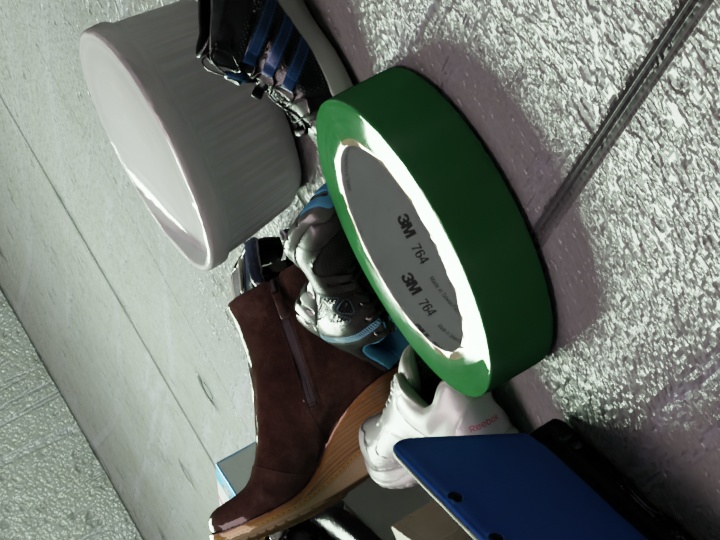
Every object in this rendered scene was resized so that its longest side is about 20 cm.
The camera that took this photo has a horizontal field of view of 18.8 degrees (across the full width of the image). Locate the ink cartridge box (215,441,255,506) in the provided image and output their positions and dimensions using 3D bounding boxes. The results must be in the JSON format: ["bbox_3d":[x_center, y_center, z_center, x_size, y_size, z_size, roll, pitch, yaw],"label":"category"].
[{"bbox_3d":[-0.090,0.266,2.238,0.115,0.068,0.200,55,163,23],"label":"ink cartridge box"}]

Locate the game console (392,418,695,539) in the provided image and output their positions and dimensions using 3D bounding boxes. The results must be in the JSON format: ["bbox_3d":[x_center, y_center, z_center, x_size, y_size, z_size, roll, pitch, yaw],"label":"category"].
[{"bbox_3d":[0.128,0.182,1.267,0.200,0.118,0.172,43,156,51],"label":"game console"}]

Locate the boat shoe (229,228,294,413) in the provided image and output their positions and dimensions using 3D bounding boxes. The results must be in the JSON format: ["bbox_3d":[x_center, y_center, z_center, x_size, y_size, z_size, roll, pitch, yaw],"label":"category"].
[{"bbox_3d":[-0.055,0.064,1.707,0.093,0.074,0.201,111,140,-67],"label":"boat shoe"}]

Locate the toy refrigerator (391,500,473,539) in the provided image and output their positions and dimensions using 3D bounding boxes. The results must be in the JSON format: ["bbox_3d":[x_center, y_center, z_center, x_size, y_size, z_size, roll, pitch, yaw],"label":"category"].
[{"bbox_3d":[0.100,0.258,1.578,0.201,0.076,0.070,66,164,-18],"label":"toy refrigerator"}]

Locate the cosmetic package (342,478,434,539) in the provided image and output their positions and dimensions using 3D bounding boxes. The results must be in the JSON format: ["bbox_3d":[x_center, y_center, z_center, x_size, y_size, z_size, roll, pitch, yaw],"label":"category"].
[{"bbox_3d":[0.033,0.208,1.718,0.200,0.071,0.102,37,152,56],"label":"cosmetic package"}]

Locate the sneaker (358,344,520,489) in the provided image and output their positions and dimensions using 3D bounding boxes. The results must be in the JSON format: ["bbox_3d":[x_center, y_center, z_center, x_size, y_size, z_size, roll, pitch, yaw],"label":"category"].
[{"bbox_3d":[0.050,0.094,1.482,0.200,0.078,0.100,-7,104,65],"label":"sneaker"}]

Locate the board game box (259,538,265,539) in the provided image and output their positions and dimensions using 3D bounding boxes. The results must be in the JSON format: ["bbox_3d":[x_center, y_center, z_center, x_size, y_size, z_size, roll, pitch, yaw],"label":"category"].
[{"bbox_3d":[-0.001,0.272,1.764,0.199,0.041,0.153,19,-169,-35],"label":"board game box"}]

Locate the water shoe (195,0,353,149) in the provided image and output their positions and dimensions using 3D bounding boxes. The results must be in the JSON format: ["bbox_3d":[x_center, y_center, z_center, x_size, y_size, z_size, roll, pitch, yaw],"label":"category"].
[{"bbox_3d":[-0.067,-0.143,1.403,0.201,0.079,0.071,62,165,-3],"label":"water shoe"}]

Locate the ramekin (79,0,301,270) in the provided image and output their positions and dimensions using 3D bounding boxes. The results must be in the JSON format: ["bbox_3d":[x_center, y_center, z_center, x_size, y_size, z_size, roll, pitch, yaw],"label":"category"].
[{"bbox_3d":[-0.123,-0.108,1.623,0.203,0.094,0.203,54,163,25],"label":"ramekin"}]

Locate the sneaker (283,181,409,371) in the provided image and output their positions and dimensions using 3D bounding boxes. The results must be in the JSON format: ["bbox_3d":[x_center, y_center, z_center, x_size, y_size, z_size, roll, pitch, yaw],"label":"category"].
[{"bbox_3d":[0.000,0.000,1.491,0.082,0.073,0.200,38,163,19],"label":"sneaker"}]

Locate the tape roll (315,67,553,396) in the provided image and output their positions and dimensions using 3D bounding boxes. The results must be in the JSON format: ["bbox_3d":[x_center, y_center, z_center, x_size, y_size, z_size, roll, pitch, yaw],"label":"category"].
[{"bbox_3d":[0.043,-0.023,1.315,0.201,0.048,0.201,54,164,24],"label":"tape roll"}]

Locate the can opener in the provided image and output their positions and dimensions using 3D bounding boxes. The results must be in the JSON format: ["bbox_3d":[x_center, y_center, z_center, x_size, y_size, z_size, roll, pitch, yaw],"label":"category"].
[{"bbox_3d":[-0.014,0.210,1.660,0.200,0.078,0.064,16,93,64],"label":"can opener"}]

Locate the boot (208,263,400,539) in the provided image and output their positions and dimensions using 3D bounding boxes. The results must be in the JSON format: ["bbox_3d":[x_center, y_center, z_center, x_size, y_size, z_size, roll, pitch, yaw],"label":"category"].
[{"bbox_3d":[-0.059,0.099,1.629,0.167,0.199,0.072,61,-164,11],"label":"boot"}]
